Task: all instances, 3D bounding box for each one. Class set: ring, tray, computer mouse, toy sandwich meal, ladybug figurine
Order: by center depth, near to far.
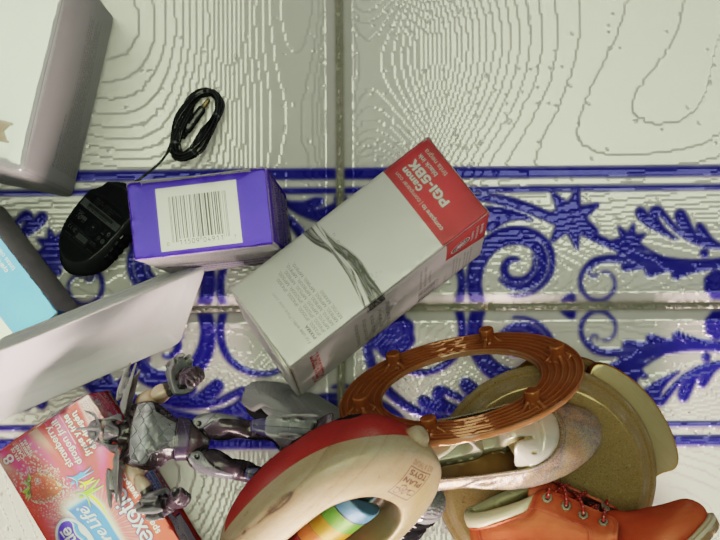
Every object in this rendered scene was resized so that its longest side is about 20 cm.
[{"bbox_3d":[-0.027,0.170,1.184,0.200,0.135,0.072,-38,49,18],"label":"ladybug figurine"},{"bbox_3d":[0.079,0.087,1.276,0.198,0.201,0.019,-11,109,0],"label":"ring"},{"bbox_3d":[-0.220,0.055,1.287,0.199,0.108,0.022,-23,64,-35],"label":"tray"},{"bbox_3d":[0.157,0.161,1.338,0.203,0.070,0.208,0,98,3],"label":"toy sandwich meal"},{"bbox_3d":[-0.183,-0.074,1.372,0.059,0.034,0.200,38,83,31],"label":"computer mouse"}]

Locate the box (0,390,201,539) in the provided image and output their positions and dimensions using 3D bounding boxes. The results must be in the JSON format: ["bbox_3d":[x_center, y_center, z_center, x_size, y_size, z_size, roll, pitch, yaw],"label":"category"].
[{"bbox_3d":[-0.202,0.207,1.321,0.095,0.100,0.201,-32,88,-1],"label":"box"}]

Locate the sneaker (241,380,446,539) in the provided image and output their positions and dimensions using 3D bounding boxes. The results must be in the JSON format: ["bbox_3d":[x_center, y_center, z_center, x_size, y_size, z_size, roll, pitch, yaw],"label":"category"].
[{"bbox_3d":[-0.033,0.182,1.331,0.199,0.075,0.115,32,105,18],"label":"sneaker"}]

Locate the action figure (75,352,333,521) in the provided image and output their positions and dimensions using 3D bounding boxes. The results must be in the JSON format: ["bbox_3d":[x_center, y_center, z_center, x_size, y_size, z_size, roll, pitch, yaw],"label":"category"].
[{"bbox_3d":[-0.124,0.133,1.256,0.198,0.069,0.132,8,83,-4],"label":"action figure"}]

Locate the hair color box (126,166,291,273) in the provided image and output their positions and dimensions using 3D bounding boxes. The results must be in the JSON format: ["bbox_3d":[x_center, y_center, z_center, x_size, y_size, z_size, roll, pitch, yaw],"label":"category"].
[{"bbox_3d":[-0.116,-0.037,1.281,0.108,0.200,0.066,-6,85,1],"label":"hair color box"}]

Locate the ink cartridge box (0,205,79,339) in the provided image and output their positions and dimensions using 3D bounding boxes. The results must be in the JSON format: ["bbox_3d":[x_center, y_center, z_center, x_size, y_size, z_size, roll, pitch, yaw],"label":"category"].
[{"bbox_3d":[-0.348,0.051,1.316,0.199,0.129,0.126,-38,87,-2],"label":"ink cartridge box"}]

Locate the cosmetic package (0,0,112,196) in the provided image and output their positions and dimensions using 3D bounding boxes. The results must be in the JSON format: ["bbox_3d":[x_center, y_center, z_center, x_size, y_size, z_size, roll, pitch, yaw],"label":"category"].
[{"bbox_3d":[-0.309,-0.165,1.291,0.166,0.200,0.168,13,87,1],"label":"cosmetic package"}]

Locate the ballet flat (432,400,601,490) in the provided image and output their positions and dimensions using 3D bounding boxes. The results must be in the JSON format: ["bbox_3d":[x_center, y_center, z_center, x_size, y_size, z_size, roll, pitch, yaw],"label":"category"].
[{"bbox_3d":[0.096,0.137,1.250,0.198,0.067,0.069,-13,65,-6],"label":"ballet flat"}]

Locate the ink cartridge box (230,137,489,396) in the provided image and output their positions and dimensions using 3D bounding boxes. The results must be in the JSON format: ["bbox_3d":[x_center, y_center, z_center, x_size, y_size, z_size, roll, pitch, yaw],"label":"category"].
[{"bbox_3d":[0.000,0.000,1.294,0.199,0.147,0.083,-38,80,-7],"label":"ink cartridge box"}]

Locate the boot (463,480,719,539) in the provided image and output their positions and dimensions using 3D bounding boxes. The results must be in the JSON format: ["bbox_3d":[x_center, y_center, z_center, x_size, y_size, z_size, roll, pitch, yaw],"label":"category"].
[{"bbox_3d":[0.180,0.204,1.273,0.198,0.075,0.108,-19,92,7],"label":"boot"}]
